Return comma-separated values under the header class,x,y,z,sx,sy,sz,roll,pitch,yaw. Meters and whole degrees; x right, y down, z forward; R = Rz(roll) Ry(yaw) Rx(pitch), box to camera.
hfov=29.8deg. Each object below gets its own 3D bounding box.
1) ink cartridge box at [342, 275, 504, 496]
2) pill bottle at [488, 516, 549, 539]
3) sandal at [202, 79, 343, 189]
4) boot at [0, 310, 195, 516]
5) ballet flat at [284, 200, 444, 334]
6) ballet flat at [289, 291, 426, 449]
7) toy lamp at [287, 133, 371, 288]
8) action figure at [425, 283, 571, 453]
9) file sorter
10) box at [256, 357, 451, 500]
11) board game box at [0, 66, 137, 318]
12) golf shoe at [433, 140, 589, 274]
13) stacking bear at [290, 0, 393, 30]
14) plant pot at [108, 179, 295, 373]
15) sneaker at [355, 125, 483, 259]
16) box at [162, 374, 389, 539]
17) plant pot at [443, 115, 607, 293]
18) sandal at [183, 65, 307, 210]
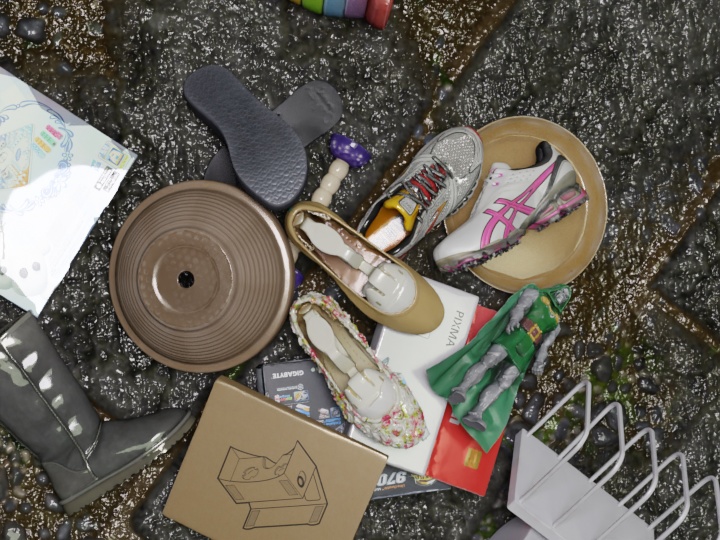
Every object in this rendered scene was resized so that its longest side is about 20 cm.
class,x,y,z,sx,sy,sz,roll,pitch,yaw
ink cartridge box,0.089,0.122,1.450,0.174,0.045,0.202,20,81,-10
pill bottle,0.223,0.367,1.476,0.120,0.120,0.200,-44,97,-11
sandal,-0.100,-0.133,1.466,0.076,0.043,0.200,43,79,-7
boot,-0.292,0.128,1.395,0.181,0.073,0.201,-33,94,-13
ballet flat,0.000,0.000,1.397,0.199,0.063,0.069,35,89,5
ballet flat,-0.012,0.103,1.386,0.076,0.064,0.200,-43,70,2
toy lamp,-0.059,-0.052,1.465,0.058,0.058,0.202,30,81,-10
action figure,0.165,0.082,1.447,0.200,0.054,0.119,-48,116,-28
file sorter,0.276,0.236,1.463,0.199,0.139,0.125,37,117,-8
box,-0.007,0.170,1.470,0.197,0.046,0.161,-6,88,-13
board game box,-0.367,-0.088,1.402,0.198,0.043,0.201,33,81,-11
golf shoe,0.152,-0.067,1.483,0.199,0.073,0.093,-31,88,-22
stacking bear,-0.055,-0.337,1.455,0.198,0.114,0.123,15,71,0
plant pot,-0.169,0.008,1.390,0.198,0.093,0.204,0,93,4
sneaker,0.063,-0.072,1.463,0.078,0.082,0.201,39,89,3
box,-0.090,0.224,1.409,0.198,0.021,0.165,25,101,8
plant pot,0.184,-0.073,1.537,0.197,0.027,0.203,1,88,-13
sandal,-0.115,-0.140,1.424,0.076,0.043,0.201,-29,59,-11
